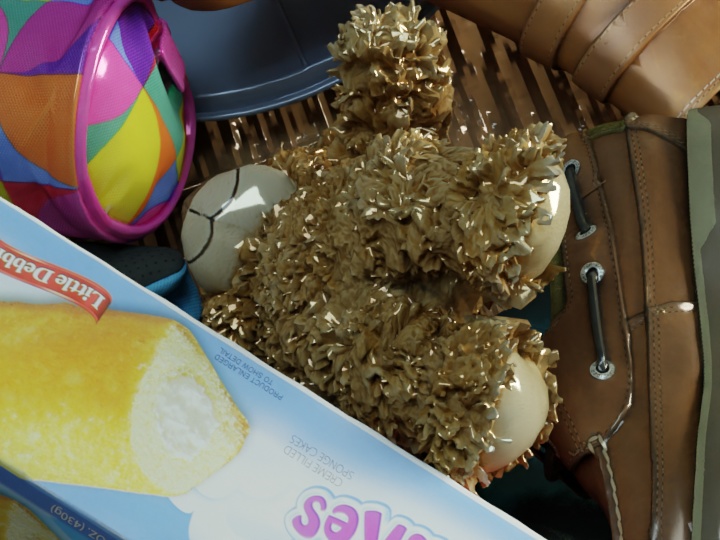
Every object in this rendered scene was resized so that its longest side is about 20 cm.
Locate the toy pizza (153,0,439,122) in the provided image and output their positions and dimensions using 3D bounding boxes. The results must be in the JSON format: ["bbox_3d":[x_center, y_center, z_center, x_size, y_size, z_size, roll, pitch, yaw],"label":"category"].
[{"bbox_3d":[-0.047,-0.132,0.980,0.200,0.032,0.201,-6,60,10],"label":"toy pizza"}]

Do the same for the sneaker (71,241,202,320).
[{"bbox_3d":[-0.090,0.074,0.843,0.082,0.073,0.201,-6,59,9],"label":"sneaker"}]

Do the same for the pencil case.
[{"bbox_3d":[-0.151,-0.060,0.917,0.199,0.088,0.089,9,62,25],"label":"pencil case"}]

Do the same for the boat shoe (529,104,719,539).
[{"bbox_3d":[0.080,0.043,0.800,0.068,0.072,0.200,-6,50,15],"label":"boat shoe"}]

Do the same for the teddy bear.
[{"bbox_3d":[0.000,0.000,0.808,0.067,0.145,0.200,1,24,-23],"label":"teddy bear"}]

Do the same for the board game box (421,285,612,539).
[{"bbox_3d":[0.126,0.036,0.845,0.200,0.028,0.135,-32,58,-7],"label":"board game box"}]

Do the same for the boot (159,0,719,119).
[{"bbox_3d":[0.044,-0.091,0.886,0.200,0.077,0.155,-29,73,-36],"label":"boot"}]

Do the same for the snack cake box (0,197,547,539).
[{"bbox_3d":[-0.043,0.077,0.761,0.200,0.115,0.067,31,59,1],"label":"snack cake box"}]
